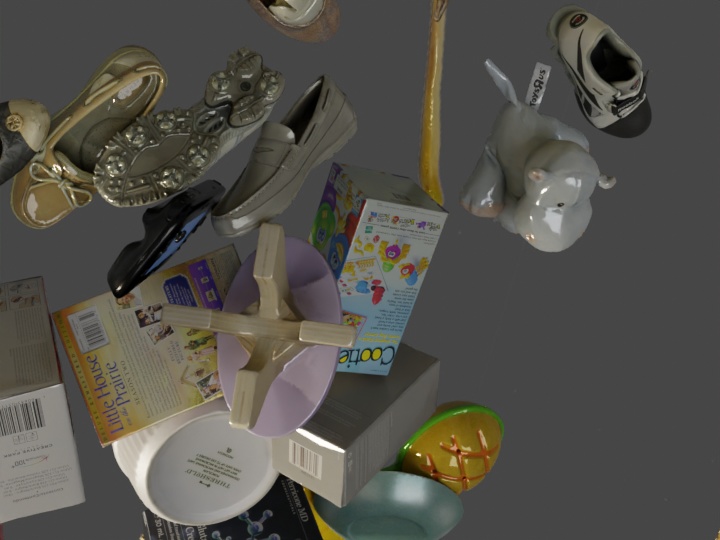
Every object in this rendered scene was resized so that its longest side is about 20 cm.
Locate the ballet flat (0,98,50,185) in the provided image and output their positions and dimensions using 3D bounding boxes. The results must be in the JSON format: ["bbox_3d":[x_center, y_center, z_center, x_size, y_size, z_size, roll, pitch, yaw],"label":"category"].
[{"bbox_3d":[-0.362,-0.092,0.753,0.199,0.057,0.067,-28,84,-7],"label":"ballet flat"}]

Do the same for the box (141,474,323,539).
[{"bbox_3d":[-0.149,0.355,1.047,0.198,0.149,0.108,-10,133,-20],"label":"box"}]

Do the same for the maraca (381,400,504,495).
[{"bbox_3d":[0.102,0.249,1.142,0.200,0.107,0.137,-43,125,12],"label":"maraca"}]

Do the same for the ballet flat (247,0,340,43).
[{"bbox_3d":[-0.085,-0.270,0.786,0.199,0.067,0.068,35,100,-35],"label":"ballet flat"}]

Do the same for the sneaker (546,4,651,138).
[{"bbox_3d":[0.288,-0.209,0.984,0.074,0.089,0.200,-48,127,5],"label":"sneaker"}]

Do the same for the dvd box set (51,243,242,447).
[{"bbox_3d":[-0.198,0.076,0.903,0.198,0.029,0.148,-23,88,-13],"label":"dvd box set"}]

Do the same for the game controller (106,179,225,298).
[{"bbox_3d":[-0.176,-0.033,0.808,0.042,0.200,0.105,32,101,-4],"label":"game controller"}]

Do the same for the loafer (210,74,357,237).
[{"bbox_3d":[-0.080,-0.112,0.847,0.200,0.070,0.070,-52,128,-29],"label":"loafer"}]

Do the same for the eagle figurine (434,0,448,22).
[{"bbox_3d":[0.016,-0.340,0.760,0.199,0.153,0.151,25,134,-14],"label":"eagle figurine"}]

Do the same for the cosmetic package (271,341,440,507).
[{"bbox_3d":[-0.002,0.161,0.992,0.199,0.106,0.091,-31,132,-46],"label":"cosmetic package"}]

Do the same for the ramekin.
[{"bbox_3d":[-0.175,0.197,0.989,0.200,0.094,0.204,-12,121,-20],"label":"ramekin"}]

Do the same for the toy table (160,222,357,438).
[{"bbox_3d":[-0.086,0.060,0.834,0.182,0.117,0.202,-5,81,8],"label":"toy table"}]

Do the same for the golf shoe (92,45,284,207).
[{"bbox_3d":[-0.154,-0.117,0.811,0.199,0.097,0.079,-37,85,-16],"label":"golf shoe"}]

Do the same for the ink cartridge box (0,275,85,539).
[{"bbox_3d":[-0.318,0.132,0.820,0.083,0.200,0.177,-11,121,-20],"label":"ink cartridge box"}]

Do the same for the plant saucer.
[{"bbox_3d":[0.035,0.327,1.134,0.199,0.039,0.202,4,139,3],"label":"plant saucer"}]

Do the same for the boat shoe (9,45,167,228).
[{"bbox_3d":[-0.250,-0.116,0.798,0.201,0.063,0.073,-47,126,5],"label":"boat shoe"}]

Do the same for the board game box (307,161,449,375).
[{"bbox_3d":[0.000,0.000,0.955,0.104,0.103,0.202,8,113,-28],"label":"board game box"}]

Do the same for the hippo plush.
[{"bbox_3d":[0.217,-0.109,0.959,0.158,0.161,0.202,-2,118,-24],"label":"hippo plush"}]
